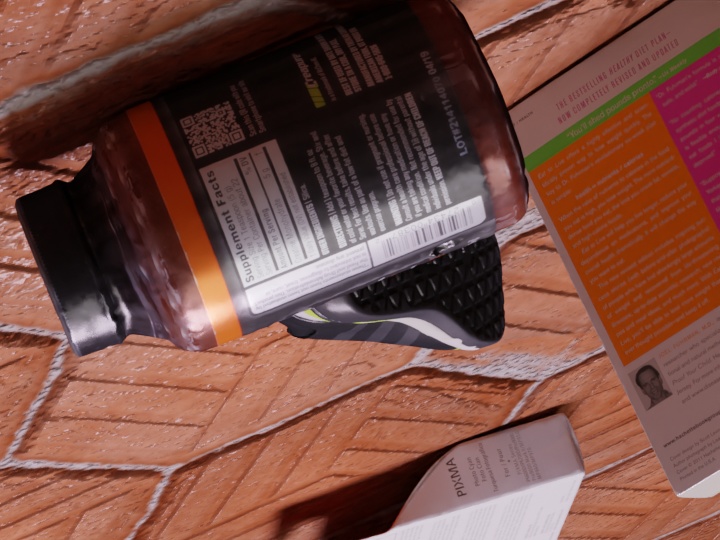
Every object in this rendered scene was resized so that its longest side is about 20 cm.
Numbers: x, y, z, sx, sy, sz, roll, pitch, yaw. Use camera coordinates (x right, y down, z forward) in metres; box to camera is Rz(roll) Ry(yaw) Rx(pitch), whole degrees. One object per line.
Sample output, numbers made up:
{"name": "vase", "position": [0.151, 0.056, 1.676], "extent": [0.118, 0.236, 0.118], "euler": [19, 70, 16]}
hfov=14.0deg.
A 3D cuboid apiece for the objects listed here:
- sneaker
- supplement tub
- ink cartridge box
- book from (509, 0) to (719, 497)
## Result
{"name": "sneaker", "position": [0.000, 0.000, 1.422], "extent": [0.083, 0.072, 0.200], "euler": [-7, 169, 30]}
{"name": "supplement tub", "position": [-0.038, -0.034, 1.208], "extent": [0.199, 0.107, 0.107], "euler": [-22, 160, -4]}
{"name": "ink cartridge box", "position": [0.036, 0.163, 1.875], "extent": [0.199, 0.047, 0.160], "euler": [-14, 159, -11]}
{"name": "book", "position": [0.160, -0.016, 1.330], "extent": [0.133, 0.201, 0.048], "euler": [-35, 156, 29]}
